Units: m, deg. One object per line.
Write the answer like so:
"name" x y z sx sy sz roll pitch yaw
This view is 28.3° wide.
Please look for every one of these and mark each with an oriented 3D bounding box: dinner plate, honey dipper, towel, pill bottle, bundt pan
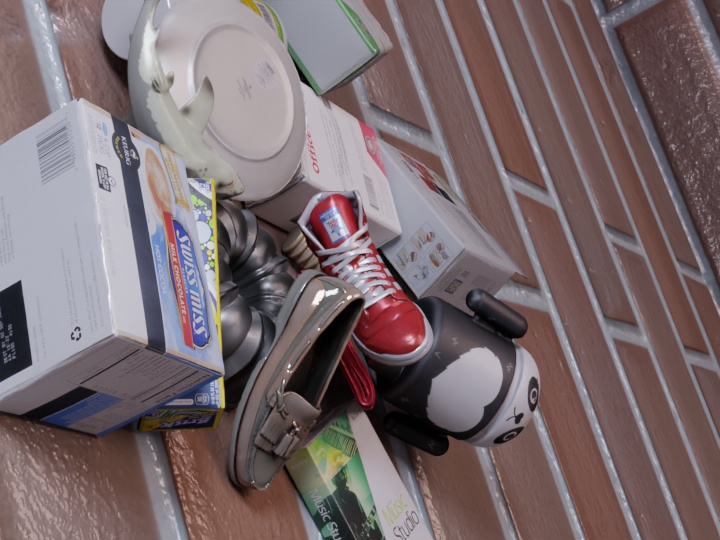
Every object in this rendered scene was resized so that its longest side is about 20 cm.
"dinner plate" -0.116 -0.166 1.349 0.199 0.024 0.203 18 66 -45
"honey dipper" -0.002 0.027 1.540 0.200 0.038 0.038 43 30 -18
"towel" -0.019 0.071 1.424 0.200 0.022 0.146 79 -14 -85
"pill bottle" -0.166 -0.235 1.426 0.199 0.110 0.112 4 62 -62
"bundt pan" -0.120 0.020 1.309 0.202 0.075 0.204 47 29 -35

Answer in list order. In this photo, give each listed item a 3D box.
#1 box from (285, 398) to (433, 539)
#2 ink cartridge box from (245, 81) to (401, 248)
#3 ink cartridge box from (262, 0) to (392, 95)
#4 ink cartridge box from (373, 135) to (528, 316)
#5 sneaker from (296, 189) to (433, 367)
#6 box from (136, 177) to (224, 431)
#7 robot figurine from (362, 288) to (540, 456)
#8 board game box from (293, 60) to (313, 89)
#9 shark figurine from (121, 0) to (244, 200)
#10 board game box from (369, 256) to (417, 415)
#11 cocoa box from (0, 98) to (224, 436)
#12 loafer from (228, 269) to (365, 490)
"box" 0.008 0.239 1.394 0.202 0.036 0.144 61 24 -3
"ink cartridge box" -0.052 -0.113 1.569 0.199 0.084 0.147 29 40 -54
"ink cartridge box" -0.042 -0.287 1.637 0.146 0.087 0.200 54 13 -5
"ink cartridge box" 0.084 -0.045 1.697 0.175 0.084 0.201 22 26 -55
"sneaker" 0.000 0.000 1.349 0.200 0.071 0.113 50 -15 49
"box" -0.152 0.027 1.178 0.064 0.069 0.203 119 -31 -65
"robot figurine" 0.096 0.106 1.504 0.198 0.150 0.126 30 51 -20
"board game box" -0.118 -0.268 1.648 0.201 0.034 0.136 51 27 -25
"shark figurine" -0.185 -0.153 1.243 0.128 0.089 0.218 -26 104 -48
"board game box" 0.044 0.082 1.628 0.134 0.034 0.202 1 65 -64
"cocoa box" -0.204 0.002 1.083 0.131 0.132 0.203 27 43 -54
"loafer" -0.055 0.099 1.249 0.072 0.062 0.203 31 76 -55
